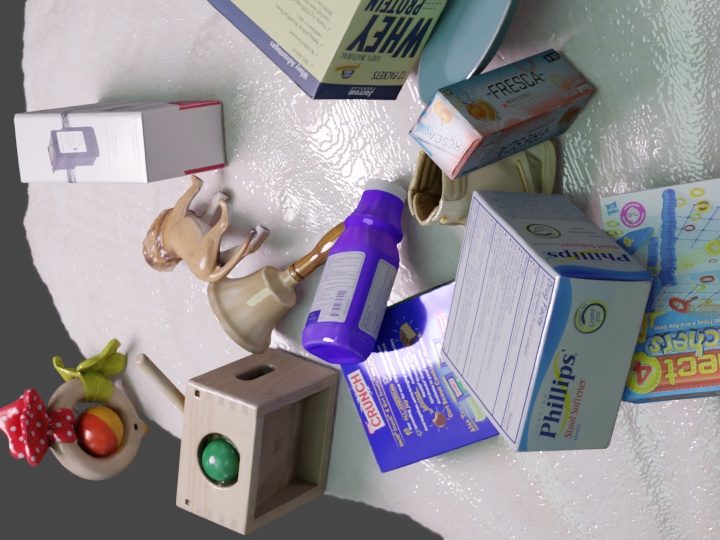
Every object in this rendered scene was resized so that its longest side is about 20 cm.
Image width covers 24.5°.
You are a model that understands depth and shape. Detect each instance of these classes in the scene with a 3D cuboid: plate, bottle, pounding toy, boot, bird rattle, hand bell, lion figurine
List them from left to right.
[{"bbox_3d":[-0.337,0.181,2.020,0.113,0.200,0.163,-33,105,34],"label":"bird rattle"},{"bbox_3d":[-0.186,-0.031,1.904,0.123,0.072,0.200,-57,30,3],"label":"lion figurine"},{"bbox_3d":[-0.143,0.176,1.870,0.142,0.200,0.184,17,111,30],"label":"pounding toy"},{"bbox_3d":[-0.065,-0.001,1.869,0.200,0.104,0.104,-35,80,21],"label":"hand bell"},{"bbox_3d":[0.000,0.000,1.769,0.083,0.065,0.200,-10,56,51],"label":"bottle"},{"bbox_3d":[0.116,-0.250,1.651,0.026,0.200,0.200,23,120,-18],"label":"plate"},{"bbox_3d":[0.121,-0.043,1.671,0.073,0.155,0.200,18,109,53],"label":"boot"}]

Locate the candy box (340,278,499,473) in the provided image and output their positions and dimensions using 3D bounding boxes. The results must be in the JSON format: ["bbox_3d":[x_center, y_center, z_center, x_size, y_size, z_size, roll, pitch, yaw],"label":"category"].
[{"bbox_3d":[0.084,0.106,1.781,0.200,0.077,0.169,-23,87,34],"label":"candy box"}]

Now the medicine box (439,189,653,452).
[{"bbox_3d":[0.170,0.045,1.572,0.200,0.103,0.182,-128,43,-57],"label":"medicine box"}]

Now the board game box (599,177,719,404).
[{"bbox_3d":[0.331,0.016,1.538,0.200,0.056,0.196,-9,78,26],"label":"board game box"}]

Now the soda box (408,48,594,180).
[{"bbox_3d":[0.139,-0.154,1.612,0.068,0.200,0.064,49,131,16],"label":"soda box"}]

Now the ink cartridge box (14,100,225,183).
[{"bbox_3d":[-0.281,-0.150,1.931,0.200,0.145,0.084,3,101,34],"label":"ink cartridge box"}]

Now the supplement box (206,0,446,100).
[{"bbox_3d":[-0.024,-0.312,1.716,0.200,0.134,0.200,45,121,30],"label":"supplement box"}]
